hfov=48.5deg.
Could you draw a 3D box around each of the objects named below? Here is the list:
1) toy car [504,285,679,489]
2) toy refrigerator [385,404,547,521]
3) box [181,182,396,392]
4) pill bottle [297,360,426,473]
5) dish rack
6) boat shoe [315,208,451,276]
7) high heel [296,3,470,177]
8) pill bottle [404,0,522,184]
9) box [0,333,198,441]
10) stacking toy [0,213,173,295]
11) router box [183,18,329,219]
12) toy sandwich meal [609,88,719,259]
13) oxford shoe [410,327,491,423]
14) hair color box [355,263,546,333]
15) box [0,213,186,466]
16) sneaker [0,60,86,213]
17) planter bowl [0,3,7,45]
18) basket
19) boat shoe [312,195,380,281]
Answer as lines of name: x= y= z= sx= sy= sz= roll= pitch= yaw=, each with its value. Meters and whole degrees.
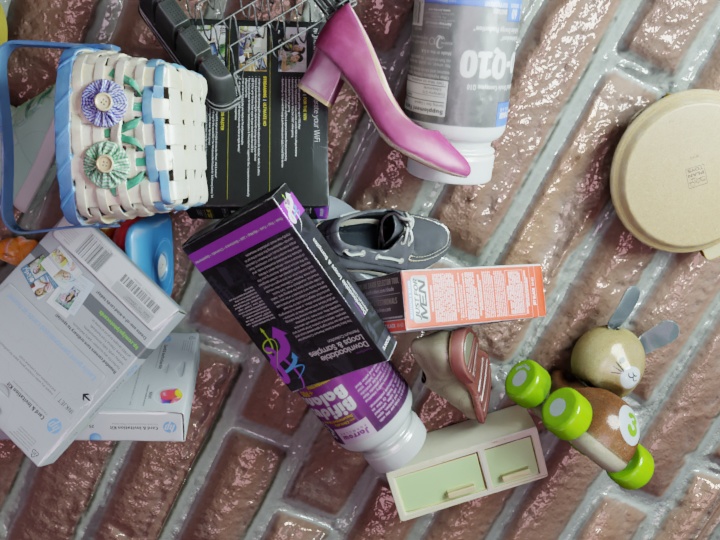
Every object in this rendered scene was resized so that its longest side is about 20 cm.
toy car: x=0.307 y=0.127 z=0.968 sx=0.164 sy=0.158 sz=0.201 roll=37 pitch=90 yaw=-28
toy refrigerator: x=0.132 y=0.247 z=1.025 sx=0.197 sy=0.070 sz=0.077 roll=-17 pitch=109 yaw=0
box: x=-0.072 y=0.025 z=0.808 sx=0.142 sy=0.036 sz=0.201 roll=-21 pitch=110 yaw=37
pill bottle: x=-0.007 y=0.142 z=0.955 sx=0.111 sy=0.112 sz=0.201 roll=-34 pitch=107 yaw=7
dish rack: x=-0.108 y=-0.274 z=0.804 sx=0.199 sy=0.055 sz=0.154 roll=-36 pitch=82 yaw=-15
boat shoe: x=0.034 y=-0.033 z=0.882 sx=0.197 sy=0.062 sz=0.074 roll=-3 pitch=76 yaw=-35
high heel: x=0.040 y=-0.175 z=0.793 sx=0.198 sy=0.067 sz=0.097 roll=32 pitch=98 yaw=4
pill bottle: x=0.105 y=-0.201 z=0.848 sx=0.112 sy=0.114 sz=0.204 roll=2 pitch=109 yaw=-6
box: x=-0.287 y=0.125 z=0.893 sx=0.196 sy=0.157 sz=0.042 roll=1 pitch=118 yaw=-6
stacking toy: x=-0.314 y=-0.012 z=0.892 sx=0.196 sy=0.116 sz=0.112 roll=5 pitch=106 yaw=6
router box: x=-0.106 y=-0.157 z=0.830 sx=0.146 sy=0.051 sz=0.204 roll=0 pitch=79 yaw=-4
toy sandwich meal: x=0.382 y=-0.114 z=0.930 sx=0.201 sy=0.070 sz=0.209 roll=0 pitch=107 yaw=0
oxford shoe: x=0.113 y=0.125 z=0.962 sx=0.073 sy=0.071 sz=0.201 roll=0 pitch=145 yaw=21
hair color box: x=0.095 y=0.033 z=0.881 sx=0.197 sy=0.110 sz=0.065 roll=-1 pitch=84 yaw=-33
box: x=-0.296 y=0.064 z=0.793 sx=0.155 sy=0.041 sz=0.201 roll=41 pitch=83 yaw=6
sneaker: x=-0.354 y=-0.168 z=0.829 sx=0.117 sy=0.074 sz=0.201 roll=34 pitch=113 yaw=-10
planter bowl: x=-0.414 y=-0.240 z=0.790 sx=0.197 sy=0.083 sz=0.204 roll=2 pitch=96 yaw=19
basket: x=-0.246 y=-0.126 z=0.740 sx=0.196 sy=0.139 sz=0.180 roll=-1 pitch=96 yaw=15
boat shoe: x=0.000 y=0.000 z=0.937 sx=0.200 sy=0.070 sz=0.066 roll=43 pitch=137 yaw=-20
